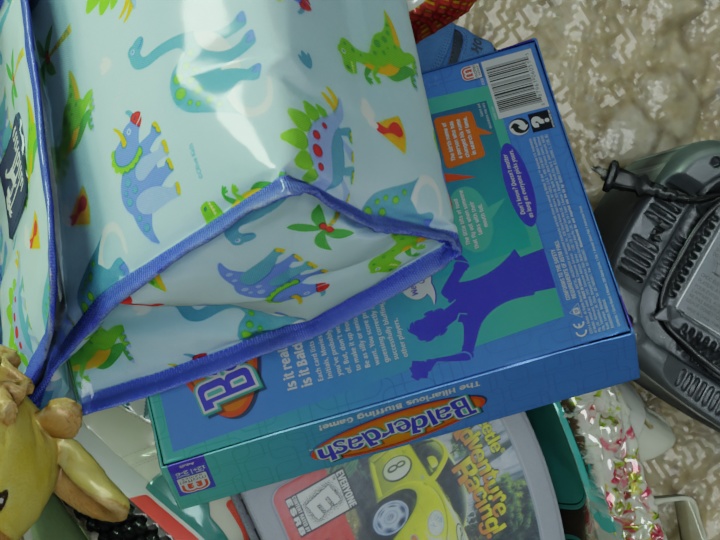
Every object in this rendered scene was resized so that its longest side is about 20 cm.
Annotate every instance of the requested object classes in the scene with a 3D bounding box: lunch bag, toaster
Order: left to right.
[{"bbox_3d":[-0.078,-0.051,1.170,0.127,0.200,0.171,18,53,-43],"label":"lunch bag"},{"bbox_3d":[0.169,0.015,1.311,0.200,0.129,0.114,29,86,-9],"label":"toaster"}]

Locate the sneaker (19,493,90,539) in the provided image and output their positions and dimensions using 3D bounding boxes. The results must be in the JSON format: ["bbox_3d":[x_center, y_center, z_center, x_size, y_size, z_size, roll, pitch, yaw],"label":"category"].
[{"bbox_3d":[-0.117,0.163,1.265,0.090,0.067,0.201,-5,71,-43],"label":"sneaker"}]

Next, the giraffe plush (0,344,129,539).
[{"bbox_3d":[-0.181,0.093,1.148,0.172,0.162,0.201,11,69,-47],"label":"giraffe plush"}]

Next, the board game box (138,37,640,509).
[{"bbox_3d":[0.000,0.000,1.231,0.199,0.045,0.153,-15,60,0],"label":"board game box"}]

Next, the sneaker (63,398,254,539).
[{"bbox_3d":[-0.111,0.047,1.309,0.200,0.070,0.093,48,61,-5],"label":"sneaker"}]

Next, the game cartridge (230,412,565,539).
[{"bbox_3d":[0.017,0.103,1.300,0.133,0.041,0.200,-31,118,-15],"label":"game cartridge"}]

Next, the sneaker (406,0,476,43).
[{"bbox_3d":[-0.032,-0.110,1.268,0.200,0.073,0.077,-28,78,33],"label":"sneaker"}]

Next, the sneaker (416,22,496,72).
[{"bbox_3d":[0.020,-0.014,1.320,0.078,0.066,0.201,8,90,-10],"label":"sneaker"}]

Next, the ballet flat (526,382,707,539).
[{"bbox_3d":[0.119,0.103,1.340,0.064,0.076,0.201,-22,104,-18],"label":"ballet flat"}]
